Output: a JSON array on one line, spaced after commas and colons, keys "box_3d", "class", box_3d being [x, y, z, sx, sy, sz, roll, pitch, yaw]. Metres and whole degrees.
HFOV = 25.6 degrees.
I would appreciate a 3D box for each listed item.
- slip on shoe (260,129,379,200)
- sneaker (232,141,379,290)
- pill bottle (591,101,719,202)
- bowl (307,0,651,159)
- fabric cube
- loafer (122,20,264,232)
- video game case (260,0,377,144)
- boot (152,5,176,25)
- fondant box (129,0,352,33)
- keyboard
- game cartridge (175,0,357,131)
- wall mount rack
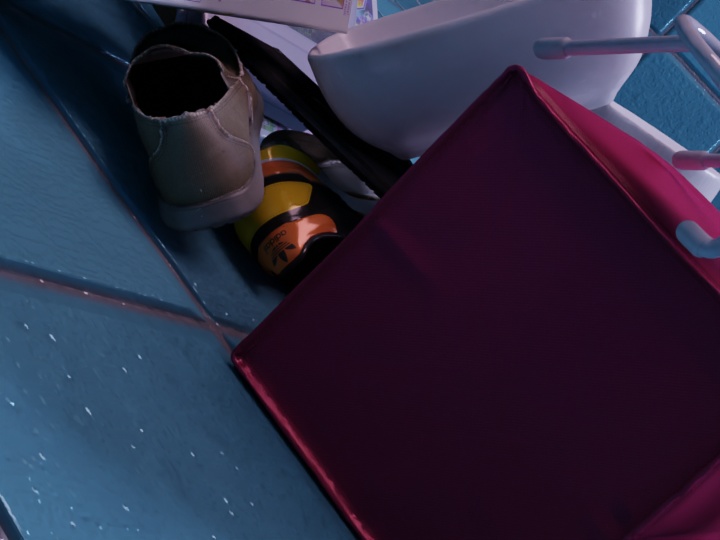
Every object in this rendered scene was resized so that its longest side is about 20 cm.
[{"box_3d": [0.002, -0.043, 1.036, 0.200, 0.076, 0.061, 12, 41, -54], "class": "slip on shoe"}, {"box_3d": [0.000, 0.000, 0.925, 0.200, 0.070, 0.090, 25, 31, -47], "class": "sneaker"}, {"box_3d": [0.123, 0.003, 0.949, 0.109, 0.201, 0.110, 31, 13, -8], "class": "pill bottle"}, {"box_3d": [0.073, -0.123, 0.928, 0.200, 0.199, 0.075, -80, 155, -78], "class": "bowl"}, {"box_3d": [0.100, 0.052, 0.765, 0.197, 0.200, 0.199, 52, 16, 23], "class": "fabric cube"}, {"box_3d": [-0.090, -0.097, 0.861, 0.200, 0.075, 0.070, -114, -170, -57], "class": "loafer"}, {"box_3d": [-0.038, -0.167, 1.134, 0.143, 0.018, 0.201, 18, 59, -43], "class": "video game case"}, {"box_3d": [-0.089, -0.180, 1.201, 0.200, 0.070, 0.146, 42, 7, -19], "class": "boot"}, {"box_3d": [-0.112, -0.178, 0.893, 0.144, 0.059, 0.200, 15, 11, 31], "class": "fondant box"}, {"box_3d": [-0.008, -0.079, 0.946, 0.200, 0.021, 0.127, 47, 15, 34], "class": "keyboard"}, {"box_3d": [-0.060, -0.201, 1.084, 0.133, 0.041, 0.201, 28, 54, -40], "class": "game cartridge"}, {"box_3d": [0.167, -0.049, 0.706, 0.200, 0.075, 0.174, 32, 24, -37], "class": "wall mount rack"}]
